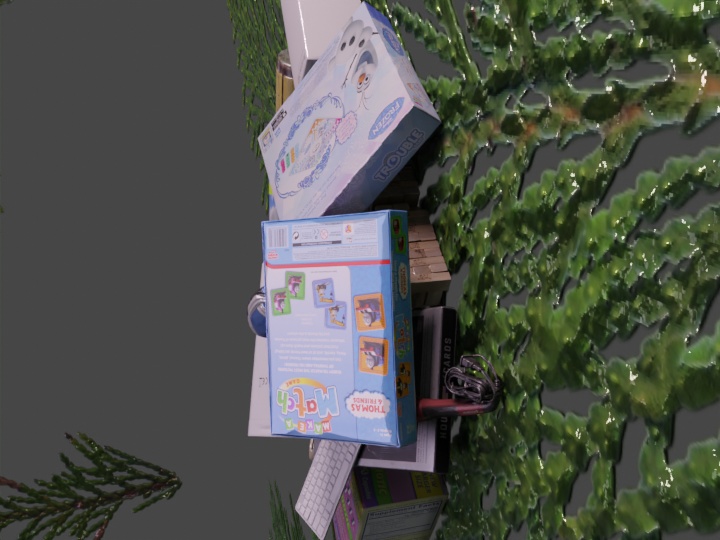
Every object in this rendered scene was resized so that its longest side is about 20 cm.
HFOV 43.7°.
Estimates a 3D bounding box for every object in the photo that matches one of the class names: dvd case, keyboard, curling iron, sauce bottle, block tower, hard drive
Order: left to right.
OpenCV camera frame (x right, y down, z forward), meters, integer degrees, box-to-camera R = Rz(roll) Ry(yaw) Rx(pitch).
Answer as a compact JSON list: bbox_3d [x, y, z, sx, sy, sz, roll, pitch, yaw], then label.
[{"bbox_3d":[-0.080,0.084,1.006,0.131,0.026,0.204,-13,70,55],"label":"hard drive"},{"bbox_3d":[-0.105,-0.254,1.433,0.202,0.063,0.065,98,161,-44],"label":"sauce bottle"},{"bbox_3d":[-0.018,0.170,0.903,0.056,0.011,0.203,38,111,52],"label":"keyboard"},{"bbox_3d":[0.019,0.120,0.896,0.198,0.024,0.153,-11,71,52],"label":"dvd case"},{"bbox_3d":[0.037,-0.051,0.917,0.058,0.053,0.202,98,161,-50],"label":"block tower"},{"bbox_3d":[0.051,0.115,0.808,0.199,0.025,0.051,-23,75,48],"label":"curling iron"}]

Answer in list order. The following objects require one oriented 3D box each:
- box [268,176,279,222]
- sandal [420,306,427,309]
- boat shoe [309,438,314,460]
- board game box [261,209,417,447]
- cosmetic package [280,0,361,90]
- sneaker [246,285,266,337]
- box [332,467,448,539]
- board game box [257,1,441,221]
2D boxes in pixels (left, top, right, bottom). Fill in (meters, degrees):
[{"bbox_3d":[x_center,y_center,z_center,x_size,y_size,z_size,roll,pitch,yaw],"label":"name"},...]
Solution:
[{"bbox_3d":[-0.083,-0.080,1.160,0.122,0.047,0.204,-159,67,-68],"label":"box"},{"bbox_3d":[0.046,0.051,0.948,0.082,0.049,0.207,-23,61,62],"label":"sandal"},{"bbox_3d":[-0.047,0.179,1.322,0.071,0.061,0.204,36,-130,-70],"label":"boat shoe"},{"bbox_3d":[-0.022,0.052,0.819,0.149,0.036,0.204,-2,89,36],"label":"board game box"},{"bbox_3d":[-0.048,-0.320,1.100,0.108,0.083,0.204,119,145,-67],"label":"cosmetic package"},{"bbox_3d":[-0.045,0.038,0.900,0.199,0.075,0.078,-27,77,44],"label":"sneaker"},{"bbox_3d":[0.018,0.228,1.039,0.202,0.095,0.178,101,159,-52],"label":"box"},{"bbox_3d":[-0.021,-0.143,0.924,0.200,0.043,0.201,-47,38,26],"label":"board game box"}]
